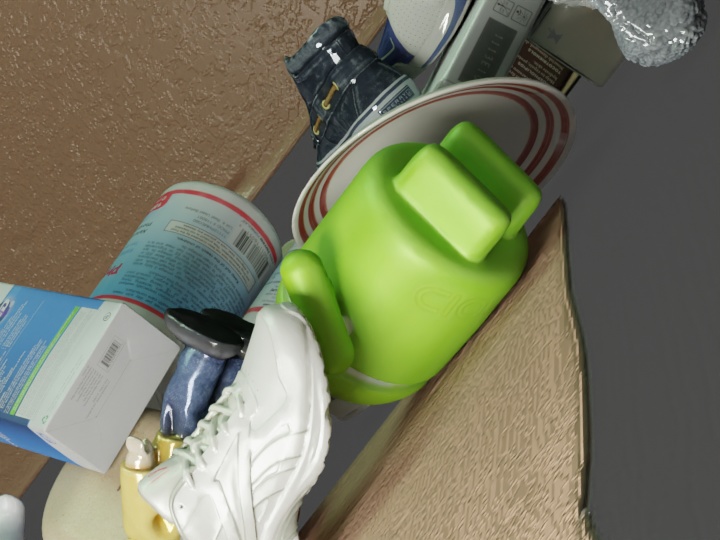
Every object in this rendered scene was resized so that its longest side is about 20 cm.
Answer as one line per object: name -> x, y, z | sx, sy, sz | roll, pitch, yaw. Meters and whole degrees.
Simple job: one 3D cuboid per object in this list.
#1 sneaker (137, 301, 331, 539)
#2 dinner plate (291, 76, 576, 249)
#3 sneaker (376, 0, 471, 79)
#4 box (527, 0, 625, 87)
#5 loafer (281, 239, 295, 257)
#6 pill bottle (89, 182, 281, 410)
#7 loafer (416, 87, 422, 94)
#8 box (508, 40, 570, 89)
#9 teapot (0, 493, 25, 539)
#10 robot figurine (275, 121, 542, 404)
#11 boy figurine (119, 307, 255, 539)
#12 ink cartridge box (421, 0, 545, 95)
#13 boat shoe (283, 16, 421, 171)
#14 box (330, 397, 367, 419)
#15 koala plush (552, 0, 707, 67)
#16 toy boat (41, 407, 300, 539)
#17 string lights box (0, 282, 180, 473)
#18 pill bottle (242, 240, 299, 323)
sneaker -> -0.076, 0.113, 1.296 | 0.078, 0.099, 0.200 | -138, 56, -70
dinner plate -> 0.046, -0.067, 1.457 | 0.200, 0.024, 0.200 | -20, -29, -11
sneaker -> 0.040, -0.239, 1.612 | 0.199, 0.115, 0.081 | -58, 4, 48
box -> 0.167, -0.193, 1.664 | 0.082, 0.068, 0.200 | -55, 5, 11
loafer -> -0.061, 0.012, 1.895 | 0.200, 0.068, 0.076 | -12, -21, -36
pill bottle -> -0.149, 0.035, 1.697 | 0.200, 0.109, 0.109 | -58, 6, -36
loafer -> 0.031, -0.119, 1.892 | 0.200, 0.070, 0.070 | 31, -109, -54
box -> 0.102, -0.127, 1.827 | 0.200, 0.075, 0.100 | -55, 5, -31
teapot -> -0.241, 0.295, 1.528 | 0.200, 0.197, 0.146 | -47, 4, 5
robot figurine -> 0.024, 0.003, 1.369 | 0.200, 0.116, 0.175 | -52, -8, 37
boy figurine -> -0.106, 0.125, 1.376 | 0.124, 0.064, 0.200 | -3, -65, -54
ink cartridge box -> 0.103, -0.191, 1.621 | 0.200, 0.044, 0.174 | -63, 2, -11
boat shoe -> -0.015, -0.132, 1.687 | 0.071, 0.091, 0.200 | -42, 0, -17
box -> 0.024, 0.004, 1.582 | 0.200, 0.068, 0.082 | -55, 4, -17
koala plush -> 0.174, -0.237, 1.405 | 0.177, 0.184, 0.200 | -53, -7, 6
toy boat -> -0.115, 0.178, 1.510 | 0.200, 0.131, 0.131 | 18, 69, 41
string lights box -> -0.218, 0.070, 1.557 | 0.200, 0.059, 0.103 | 7, 62, 56
pill bottle -> 0.000, 0.000, 1.695 | 0.200, 0.109, 0.109 | -56, 5, -23
